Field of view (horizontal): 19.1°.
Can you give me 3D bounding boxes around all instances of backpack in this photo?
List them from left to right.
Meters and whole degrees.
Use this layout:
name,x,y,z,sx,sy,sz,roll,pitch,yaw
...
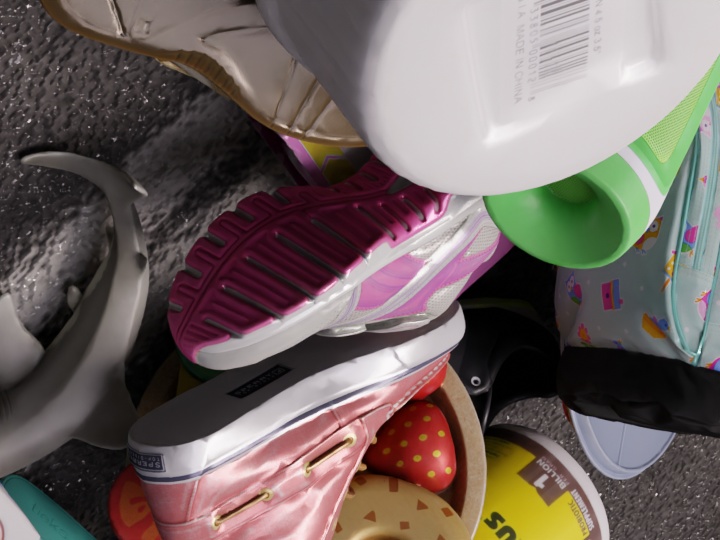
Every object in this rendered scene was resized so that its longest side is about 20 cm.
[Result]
name,x,y,z,sx,sy,sz,roll,pitch,yaw
backpack,0.178,-0.015,1.133,0.126,0.167,0.201,13,85,-34

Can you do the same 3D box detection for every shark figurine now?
name,x,y,z,sx,sy,sz,roll,pitch,yaw
shark figurine,-0.131,0.040,1.068,0.128,0.090,0.215,8,120,-46

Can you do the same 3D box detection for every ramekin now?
name,x,y,z,sx,sy,sz,roll,pitch,yaw
ramekin,0.063,-0.124,0.877,0.200,0.098,0.201,-18,141,-15

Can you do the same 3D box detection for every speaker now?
name,x,y,z,sx,sy,sz,roll,pitch,yaw
speaker,0.128,-0.097,1.025,0.089,0.088,0.200,77,33,-46

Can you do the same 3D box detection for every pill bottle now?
name,x,y,z,sx,sy,sz,roll,pitch,yaw
pill bottle,0.043,0.179,1.217,0.200,0.109,0.109,-35,142,-34

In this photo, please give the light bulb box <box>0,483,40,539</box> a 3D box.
name,x,y,z,sx,sy,sz,roll,pitch,yaw
light bulb box,-0.261,0.042,0.866,0.125,0.200,0.198,-39,140,-7

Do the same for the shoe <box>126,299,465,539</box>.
name,x,y,z,sx,sy,sz,roll,pitch,yaw
shoe,-0.024,0.087,1.086,0.200,0.071,0.091,-26,116,-32

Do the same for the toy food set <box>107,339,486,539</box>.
name,x,y,z,sx,sy,sz,roll,pitch,yaw
toy food set,-0.031,0.106,1.135,0.197,0.201,0.049,7,164,-1

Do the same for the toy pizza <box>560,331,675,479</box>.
name,x,y,z,sx,sy,sz,roll,pitch,yaw
toy pizza,0.156,0.024,1.279,0.200,0.032,0.201,-11,103,-58

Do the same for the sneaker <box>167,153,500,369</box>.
name,x,y,z,sx,sy,sz,roll,pitch,yaw
sneaker,0.000,0.000,1.037,0.200,0.081,0.088,-28,136,-20

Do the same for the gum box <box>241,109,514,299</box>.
name,x,y,z,sx,sy,sz,roll,pitch,yaw
gum box,0.020,-0.072,1.113,0.113,0.066,0.200,-42,141,-5

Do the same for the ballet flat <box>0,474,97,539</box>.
name,x,y,z,sx,sy,sz,roll,pitch,yaw
ballet flat,-0.136,0.187,1.140,0.062,0.200,0.067,-49,-179,20

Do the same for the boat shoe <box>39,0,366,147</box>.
name,x,y,z,sx,sy,sz,roll,pitch,yaw
boat shoe,-0.061,-0.118,0.975,0.200,0.066,0.074,25,106,-31

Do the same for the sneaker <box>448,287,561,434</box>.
name,x,y,z,sx,sy,sz,roll,pitch,yaw
sneaker,0.040,0.061,1.232,0.200,0.083,0.072,-18,133,-29
